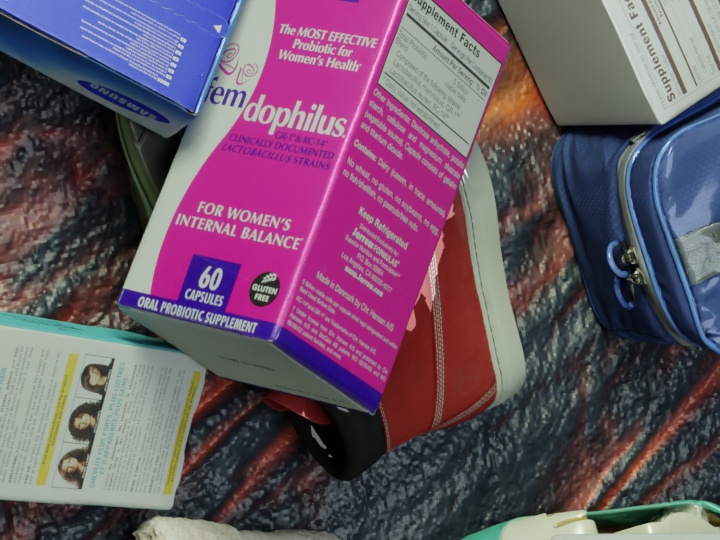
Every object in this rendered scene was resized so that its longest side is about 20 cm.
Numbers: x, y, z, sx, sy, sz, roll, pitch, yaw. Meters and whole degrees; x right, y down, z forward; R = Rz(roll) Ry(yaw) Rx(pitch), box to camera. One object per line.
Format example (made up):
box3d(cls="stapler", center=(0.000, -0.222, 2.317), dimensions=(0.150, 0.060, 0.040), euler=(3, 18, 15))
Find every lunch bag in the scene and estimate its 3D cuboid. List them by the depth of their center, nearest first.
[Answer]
box3d(cls="lunch bag", center=(0.209, -0.039, 1.490), dimensions=(0.199, 0.132, 0.137), euler=(-27, 104, -24))

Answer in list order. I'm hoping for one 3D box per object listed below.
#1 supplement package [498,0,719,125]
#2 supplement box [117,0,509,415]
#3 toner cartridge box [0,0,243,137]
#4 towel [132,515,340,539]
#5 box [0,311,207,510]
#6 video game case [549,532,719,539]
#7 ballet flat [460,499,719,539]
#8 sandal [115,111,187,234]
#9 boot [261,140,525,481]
box3d(cls="supplement package", center=(0.185, -0.172, 1.481), dimensions=(0.199, 0.114, 0.110), euler=(-33, 106, -21))
box3d(cls="supplement box", center=(-0.020, -0.048, 1.330), dimensions=(0.103, 0.101, 0.201), euler=(38, 69, -51))
box3d(cls="toner cartridge box", center=(-0.154, -0.152, 1.292), dimensions=(0.199, 0.043, 0.095), euler=(28, 67, -17))
box3d(cls="towel", center=(-0.029, 0.205, 1.354), dimensions=(0.132, 0.201, 0.035), euler=(12, 131, -43))
box3d(cls="box", center=(-0.153, 0.065, 1.299), dimensions=(0.200, 0.049, 0.083), euler=(13, 92, -59))
box3d(cls="video game case", center=(0.166, 0.223, 1.499), dimensions=(0.199, 0.023, 0.183), euler=(2, 120, -28))
box3d(cls="ballet flat", center=(0.128, 0.154, 1.490), dimensions=(0.199, 0.071, 0.068), euler=(-3, 57, -29))
box3d(cls="sandal", center=(-0.088, -0.040, 1.383), dimensions=(0.080, 0.057, 0.202), euler=(-30, 121, -34))
box3d(cls="boot", center=(0.000, 0.000, 1.411), dimensions=(0.144, 0.072, 0.201), euler=(-24, 107, -32))
